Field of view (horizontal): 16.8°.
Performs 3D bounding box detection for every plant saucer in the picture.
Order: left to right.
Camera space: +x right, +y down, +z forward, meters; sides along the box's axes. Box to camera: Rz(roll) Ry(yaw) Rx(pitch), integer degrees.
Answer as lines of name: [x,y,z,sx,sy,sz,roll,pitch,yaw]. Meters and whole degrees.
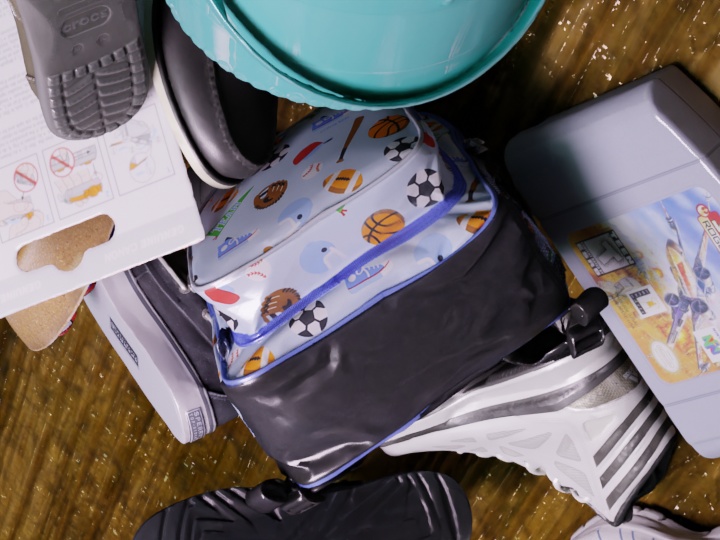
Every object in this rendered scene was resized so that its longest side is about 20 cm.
plant saucer: [-0.172,-0.056,1.373,0.035,0.200,0.200,17,150,-20]

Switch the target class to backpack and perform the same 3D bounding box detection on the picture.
backpack: [0.000,0.000,1.231,0.154,0.200,0.191,60,-177,-16]

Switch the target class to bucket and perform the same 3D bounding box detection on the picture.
bucket: [0.000,-0.178,1.072,0.207,0.207,0.135,36,150,16]

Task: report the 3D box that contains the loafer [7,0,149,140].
loafer: [-0.143,-0.151,1.136,0.070,0.075,0.200,52,151,38]

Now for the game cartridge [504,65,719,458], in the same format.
game cartridge: [0.168,0.000,1.199,0.200,0.042,0.133,55,148,-10]

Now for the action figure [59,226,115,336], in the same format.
action figure: [-0.146,-0.036,1.415,0.052,0.065,0.200,26,123,-12]

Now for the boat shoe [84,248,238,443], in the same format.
boat shoe: [-0.125,0.013,1.490,0.200,0.068,0.072,54,158,30]

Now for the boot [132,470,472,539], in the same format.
boot: [-0.045,0.163,1.417,0.168,0.200,0.077,142,117,-73]

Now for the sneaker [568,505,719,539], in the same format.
sneaker: [0.163,0.179,1.327,0.200,0.087,0.075,-12,116,52]

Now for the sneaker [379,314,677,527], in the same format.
sneaker: [0.091,0.100,1.336,0.200,0.076,0.115,-22,105,50]

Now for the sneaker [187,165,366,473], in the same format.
sneaker: [-0.038,0.022,1.384,0.079,0.075,0.200,-20,96,40]

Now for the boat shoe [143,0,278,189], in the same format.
boat shoe: [-0.064,-0.142,1.206,0.063,0.074,0.202,-10,78,32]

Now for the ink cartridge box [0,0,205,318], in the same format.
ink cartridge box: [-0.159,-0.086,1.251,0.160,0.047,0.200,-20,80,25]
